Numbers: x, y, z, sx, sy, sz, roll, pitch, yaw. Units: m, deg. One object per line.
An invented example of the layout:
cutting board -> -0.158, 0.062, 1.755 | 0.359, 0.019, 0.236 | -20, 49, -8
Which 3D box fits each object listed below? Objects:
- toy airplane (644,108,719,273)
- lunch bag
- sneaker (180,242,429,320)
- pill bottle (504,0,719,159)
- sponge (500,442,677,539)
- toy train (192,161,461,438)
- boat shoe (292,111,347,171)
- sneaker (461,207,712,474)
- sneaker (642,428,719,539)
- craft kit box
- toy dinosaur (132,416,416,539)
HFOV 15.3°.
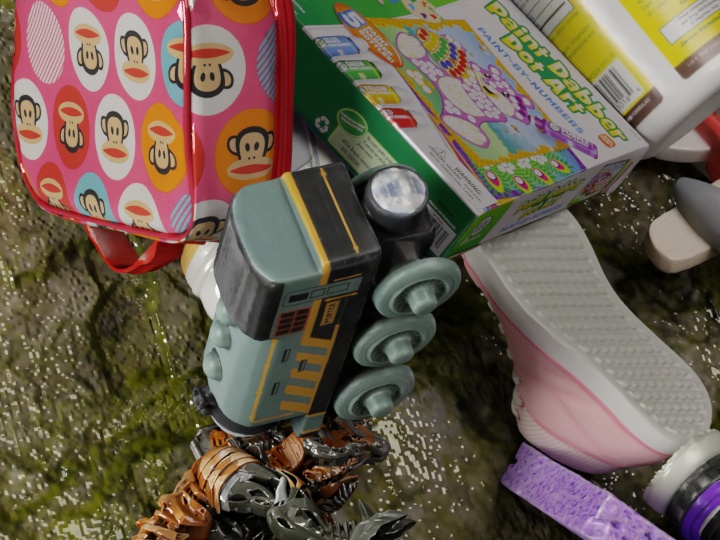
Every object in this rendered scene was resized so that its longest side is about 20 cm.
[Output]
toy airplane -> 0.273, -0.049, 1.657 | 0.198, 0.141, 0.201 | 24, 55, -17
lunch bag -> -0.113, -0.084, 1.405 | 0.082, 0.200, 0.177 | -7, 104, -34
sneaker -> 0.000, 0.000, 1.506 | 0.199, 0.075, 0.088 | -16, 60, -25
pill bottle -> 0.140, -0.171, 1.568 | 0.109, 0.109, 0.200 | -33, 81, -38
sponge -> 0.147, 0.146, 1.455 | 0.111, 0.200, 0.030 | 33, 88, -10
toy train -> -0.023, 0.018, 1.360 | 0.113, 0.200, 0.086 | -11, 61, -20
boat shoe -> -0.062, -0.087, 1.486 | 0.071, 0.070, 0.201 | -3, 31, -16
sneaker -> 0.102, 0.037, 1.528 | 0.200, 0.105, 0.075 | 49, 53, -6
sneaker -> 0.240, 0.145, 1.534 | 0.100, 0.070, 0.200 | 44, 21, 25
craft kit box -> 0.038, -0.106, 1.476 | 0.200, 0.049, 0.197 | 47, 30, 13
toy dinosaur -> -0.053, 0.136, 1.413 | 0.200, 0.102, 0.136 | -38, 64, -25
